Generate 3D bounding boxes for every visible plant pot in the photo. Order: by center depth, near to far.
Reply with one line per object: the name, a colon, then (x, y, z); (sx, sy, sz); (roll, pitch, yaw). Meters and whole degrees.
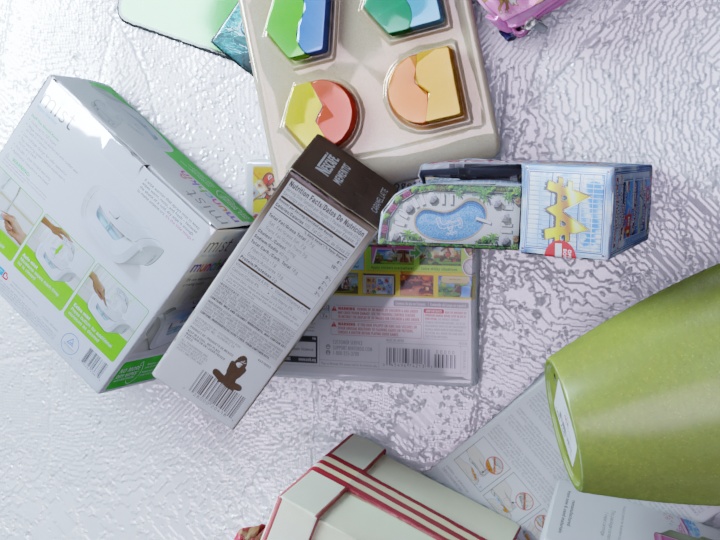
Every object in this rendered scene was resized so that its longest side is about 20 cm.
plant pot: (0.234, 0.085, 0.806); (0.199, 0.187, 0.188); (-13, 91, -1)

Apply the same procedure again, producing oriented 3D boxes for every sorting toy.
sorting toy: (0.001, -0.166, 0.929); (0.184, 0.036, 0.201); (-12, 94, 14)

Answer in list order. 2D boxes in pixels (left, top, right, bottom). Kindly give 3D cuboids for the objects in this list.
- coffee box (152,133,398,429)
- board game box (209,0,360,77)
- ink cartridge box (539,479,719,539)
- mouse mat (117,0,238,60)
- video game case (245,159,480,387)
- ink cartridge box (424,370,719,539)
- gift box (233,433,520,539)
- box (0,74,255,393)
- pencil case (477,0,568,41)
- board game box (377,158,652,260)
coffee box: (-0.064, 0.007, 0.909); (0.080, 0.114, 0.200); (35, 110, -5)
board game box: (-0.013, -0.226, 0.960); (0.135, 0.028, 0.200); (39, 103, 7)
ink cartridge box: (0.219, 0.262, 0.878); (0.199, 0.085, 0.145); (17, 119, 11)
mouse mat: (-0.113, -0.285, 1.000); (0.160, 0.008, 0.201); (21, 99, 14)
video game case: (0.000, 0.000, 0.980); (0.199, 0.023, 0.183); (2, 95, 17)
ink cartridge box: (0.172, 0.165, 0.942); (0.162, 0.050, 0.200); (50, 123, 7)
gift box: (-0.009, 0.259, 0.915); (0.186, 0.184, 0.201); (27, 102, 14)
box: (-0.215, -0.032, 0.990); (0.200, 0.097, 0.177); (41, 105, 15)
pencil case: (0.174, -0.251, 0.880); (0.199, 0.083, 0.087); (-30, 100, 15)
board game box: (0.116, -0.047, 0.835); (0.199, 0.200, 0.062); (2, 95, 6)
